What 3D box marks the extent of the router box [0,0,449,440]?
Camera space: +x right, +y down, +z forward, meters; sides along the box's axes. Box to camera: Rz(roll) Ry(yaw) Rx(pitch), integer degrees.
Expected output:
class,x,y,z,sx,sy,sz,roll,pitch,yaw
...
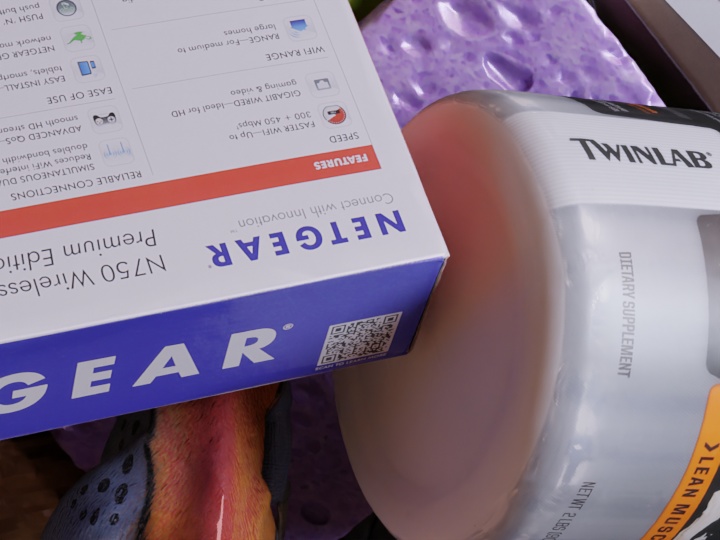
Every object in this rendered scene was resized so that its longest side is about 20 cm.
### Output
class,x,y,z,sx,sy,sz,roll,pitch,yaw
router box,-0.102,-0.047,0.668,0.199,0.049,0.180,-11,61,-19

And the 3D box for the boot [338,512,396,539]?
class,x,y,z,sx,sy,sz,roll,pitch,yaw
boot,0.062,0.089,0.888,0.200,0.131,0.070,33,74,-57

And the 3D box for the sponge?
class,x,y,z,sx,sy,sz,roll,pitch,yaw
sponge,0.000,0.000,0.789,0.112,0.200,0.030,50,-1,-11

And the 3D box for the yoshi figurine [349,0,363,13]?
class,x,y,z,sx,sy,sz,roll,pitch,yaw
yoshi figurine,-0.065,-0.129,0.811,0.200,0.112,0.112,58,-3,24

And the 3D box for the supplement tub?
class,x,y,z,sx,sy,sz,roll,pitch,yaw
supplement tub,0.103,0.019,0.726,0.200,0.123,0.123,3,51,-28

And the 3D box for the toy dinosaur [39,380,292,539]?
class,x,y,z,sx,sy,sz,roll,pitch,yaw
toy dinosaur,-0.032,0.050,0.700,0.105,0.200,0.182,24,82,-34

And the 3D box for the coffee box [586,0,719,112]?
class,x,y,z,sx,sy,sz,roll,pitch,yaw
coffee box,0.068,-0.128,0.834,0.200,0.080,0.114,47,-11,-30

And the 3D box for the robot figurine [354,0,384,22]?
class,x,y,z,sx,sy,sz,roll,pitch,yaw
robot figurine,0.024,-0.019,0.891,0.175,0.116,0.200,36,-14,46
